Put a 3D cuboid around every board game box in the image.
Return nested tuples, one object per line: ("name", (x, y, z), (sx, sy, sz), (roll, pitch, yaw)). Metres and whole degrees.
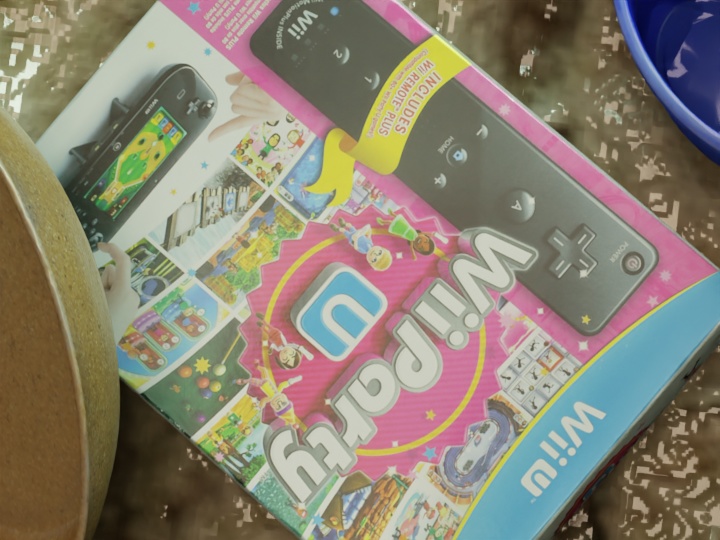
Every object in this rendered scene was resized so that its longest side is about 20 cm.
("board game box", (0.000, 0.000, 0.774), (0.200, 0.064, 0.148), (41, 91, 10))

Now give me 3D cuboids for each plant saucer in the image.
("plant saucer", (-0.129, 0.014, 0.752), (0.035, 0.200, 0.201), (-21, 78, -38))

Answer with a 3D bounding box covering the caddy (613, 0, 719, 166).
("caddy", (0.172, -0.079, 0.738), (0.199, 0.105, 0.142), (25, 88, 9))
